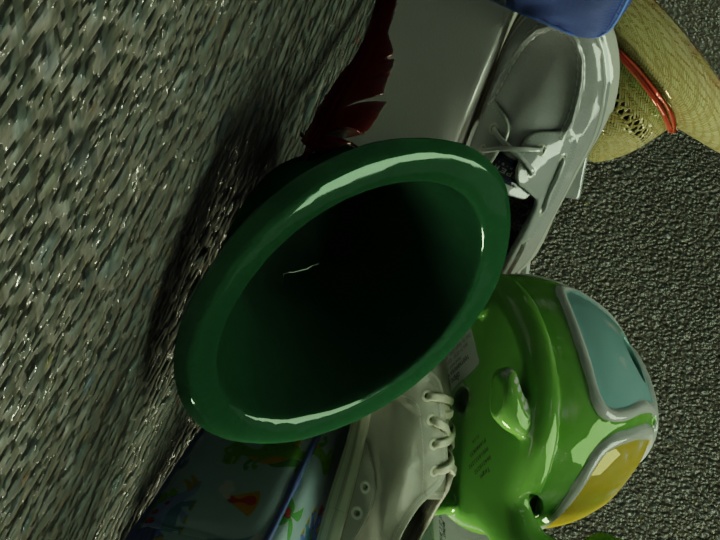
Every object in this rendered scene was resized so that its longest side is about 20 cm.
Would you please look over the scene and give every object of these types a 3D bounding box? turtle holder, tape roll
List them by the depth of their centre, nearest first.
[{"bbox_3d":[0.103,0.084,0.812,0.186,0.131,0.142,50,-53,53],"label":"turtle holder"},{"bbox_3d":[0.050,-0.126,0.898,0.202,0.071,0.203,23,90,-85],"label":"tape roll"}]

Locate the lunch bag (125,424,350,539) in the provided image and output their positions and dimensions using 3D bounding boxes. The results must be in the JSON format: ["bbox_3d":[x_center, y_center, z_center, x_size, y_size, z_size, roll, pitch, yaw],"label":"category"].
[{"bbox_3d":[-0.053,0.156,0.794,0.200,0.082,0.161,-62,151,-44],"label":"lunch bag"}]

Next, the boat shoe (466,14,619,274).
[{"bbox_3d":[0.089,-0.065,0.837,0.069,0.072,0.200,-50,168,-48],"label":"boat shoe"}]

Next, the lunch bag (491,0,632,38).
[{"bbox_3d":[0.072,-0.179,0.561,0.200,0.135,0.133,80,34,-79],"label":"lunch bag"}]

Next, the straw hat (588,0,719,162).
[{"bbox_3d":[0.175,-0.120,0.999,0.085,0.201,0.201,-38,175,3],"label":"straw hat"}]

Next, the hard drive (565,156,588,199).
[{"bbox_3d":[0.131,-0.153,0.934,0.132,0.026,0.201,-137,-123,-77],"label":"hard drive"}]

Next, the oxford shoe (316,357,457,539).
[{"bbox_3d":[0.026,0.082,0.764,0.075,0.057,0.201,18,85,-70],"label":"oxford shoe"}]

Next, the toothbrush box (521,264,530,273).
[{"bbox_3d":[0.088,-0.035,1.079,0.147,0.085,0.201,82,18,-70],"label":"toothbrush box"}]

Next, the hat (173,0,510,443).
[{"bbox_3d":[-0.038,-0.039,0.690,0.199,0.176,0.166,-8,132,-38],"label":"hat"}]

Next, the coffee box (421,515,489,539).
[{"bbox_3d":[-0.008,0.225,0.930,0.200,0.080,0.115,-36,-160,19],"label":"coffee box"}]
